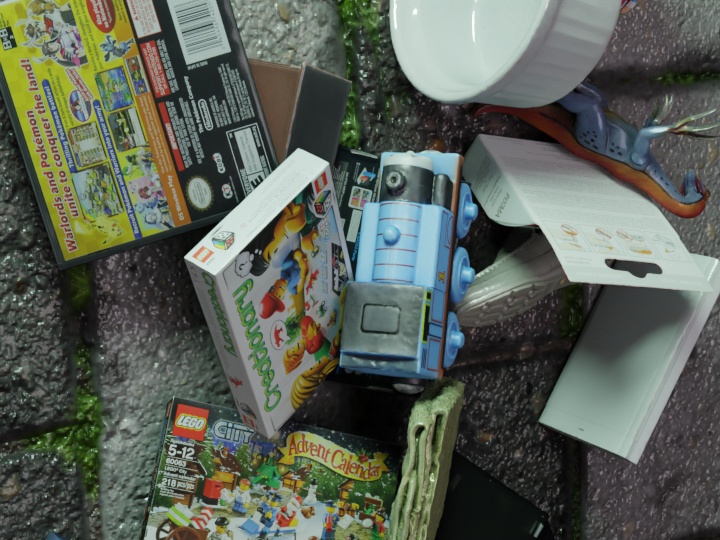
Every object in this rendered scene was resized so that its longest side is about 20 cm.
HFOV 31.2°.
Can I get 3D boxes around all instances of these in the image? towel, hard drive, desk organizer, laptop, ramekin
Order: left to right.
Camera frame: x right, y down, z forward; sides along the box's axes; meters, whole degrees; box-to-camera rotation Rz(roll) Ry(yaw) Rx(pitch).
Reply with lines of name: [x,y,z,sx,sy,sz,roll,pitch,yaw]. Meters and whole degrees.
desk organizer: [-0.077,-0.065,1.032,0.072,0.077,0.201,8,95,-59]
towel: [0.052,0.164,1.056,0.036,0.200,0.149,12,97,9]
laptop: [0.092,0.300,1.188,0.200,0.116,0.187,34,57,8]
ramekin: [0.122,-0.230,1.063,0.097,0.200,0.202,8,95,-38]
hard drive: [0.257,0.073,1.222,0.026,0.132,0.201,30,83,-29]

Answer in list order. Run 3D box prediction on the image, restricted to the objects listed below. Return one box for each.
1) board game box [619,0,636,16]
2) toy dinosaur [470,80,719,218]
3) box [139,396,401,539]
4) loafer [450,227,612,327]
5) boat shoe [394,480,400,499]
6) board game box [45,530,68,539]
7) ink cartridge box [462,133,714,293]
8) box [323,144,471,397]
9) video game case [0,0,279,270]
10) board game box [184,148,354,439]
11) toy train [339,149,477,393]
board game box: [0.242,-0.250,1.120,0.039,0.200,0.158,36,76,-5]
toy dinosaur: [0.234,-0.115,1.176,0.199,0.105,0.182,-24,97,23]
box: [-0.073,0.192,1.056,0.199,0.038,0.137,14,72,-13]
loafer: [0.155,-0.008,1.195,0.199,0.070,0.070,-24,67,-29]
boat shoe: [-0.055,0.221,1.114,0.200,0.072,0.066,-33,103,-22]
board game box: [-0.246,0.330,1.040,0.135,0.035,0.201,36,80,-29]
ink cartridge box: [0.197,-0.039,1.136,0.159,0.200,0.047,4,130,-28]
box: [0.000,0.000,1.116,0.158,0.046,0.201,12,92,-30]
video game case: [-0.167,-0.122,0.958,0.180,0.026,0.201,-17,97,-2]
board game box: [-0.059,0.022,0.977,0.126,0.035,0.200,-47,146,-27]
toy train: [0.040,-0.003,1.029,0.114,0.086,0.201,24,72,-68]
